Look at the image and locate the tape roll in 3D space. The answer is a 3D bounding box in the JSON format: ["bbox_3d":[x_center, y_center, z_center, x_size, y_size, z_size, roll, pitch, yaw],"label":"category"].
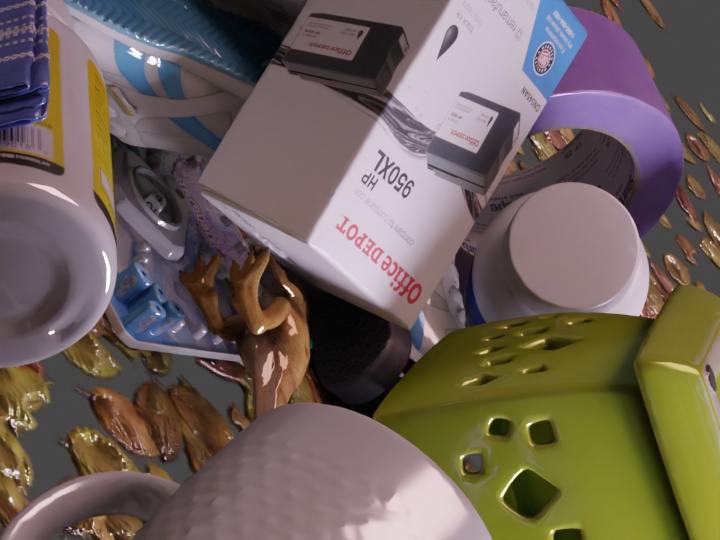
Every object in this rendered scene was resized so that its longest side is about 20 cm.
[{"bbox_3d":[0.112,-0.079,1.835,0.200,0.200,0.085,33,29,-45],"label":"tape roll"}]

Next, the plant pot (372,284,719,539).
[{"bbox_3d":[0.139,0.123,1.524,0.200,0.181,0.200,-43,115,-71],"label":"plant pot"}]

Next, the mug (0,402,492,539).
[{"bbox_3d":[-0.066,0.152,1.149,0.200,0.148,0.175,28,45,21],"label":"mug"}]

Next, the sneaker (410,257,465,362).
[{"bbox_3d":[0.031,-0.001,1.677,0.200,0.081,0.077,56,-5,1],"label":"sneaker"}]

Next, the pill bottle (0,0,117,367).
[{"bbox_3d":[-0.173,-0.057,1.282,0.111,0.111,0.200,41,24,-32],"label":"pill bottle"}]

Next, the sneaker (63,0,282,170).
[{"bbox_3d":[-0.120,-0.113,1.447,0.200,0.081,0.077,28,33,-37],"label":"sneaker"}]

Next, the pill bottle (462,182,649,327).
[{"bbox_3d":[0.123,0.014,1.721,0.112,0.112,0.200,60,-11,14],"label":"pill bottle"}]

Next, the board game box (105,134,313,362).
[{"bbox_3d":[-0.114,-0.041,1.517,0.200,0.026,0.200,11,46,-62],"label":"board game box"}]

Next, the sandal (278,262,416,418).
[{"bbox_3d":[0.009,0.061,1.598,0.201,0.048,0.075,59,20,15],"label":"sandal"}]

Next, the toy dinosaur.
[{"bbox_3d":[-0.047,0.044,1.428,0.106,0.060,0.200,54,26,-29],"label":"toy dinosaur"}]

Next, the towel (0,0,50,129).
[{"bbox_3d":[-0.211,-0.114,1.263,0.200,0.144,0.024,-98,172,-53],"label":"towel"}]

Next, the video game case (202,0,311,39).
[{"bbox_3d":[-0.098,-0.168,1.537,0.181,0.023,0.200,21,-4,9],"label":"video game case"}]

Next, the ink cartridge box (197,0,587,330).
[{"bbox_3d":[0.020,-0.088,1.462,0.084,0.200,0.145,27,-7,31],"label":"ink cartridge box"}]

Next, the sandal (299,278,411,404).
[{"bbox_3d":[0.000,0.001,1.576,0.043,0.076,0.201,37,36,-35],"label":"sandal"}]
